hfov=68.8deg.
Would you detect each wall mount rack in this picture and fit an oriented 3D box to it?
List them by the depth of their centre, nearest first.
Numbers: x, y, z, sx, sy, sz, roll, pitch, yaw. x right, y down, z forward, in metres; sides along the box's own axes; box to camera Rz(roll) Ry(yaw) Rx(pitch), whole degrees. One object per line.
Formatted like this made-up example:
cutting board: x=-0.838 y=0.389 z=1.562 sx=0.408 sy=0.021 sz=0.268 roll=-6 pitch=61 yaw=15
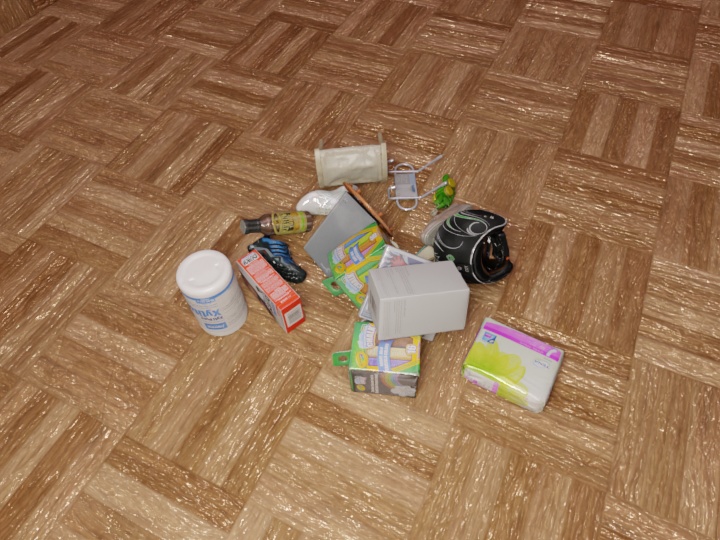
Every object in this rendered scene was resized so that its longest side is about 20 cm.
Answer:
wall mount rack: x=0.164 y=-0.276 z=1.579 sx=0.172 sy=0.075 sz=0.201 roll=-3 pitch=54 yaw=1

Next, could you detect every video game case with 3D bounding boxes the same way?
video game case: x=0.118 y=0.056 z=1.250 sx=0.199 sy=0.183 sz=0.023 roll=20 pitch=10 yaw=-14

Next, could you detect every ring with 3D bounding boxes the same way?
ring: x=0.024 y=-0.170 z=1.436 sx=0.019 sy=0.200 sz=0.201 roll=-42 pitch=60 yaw=0

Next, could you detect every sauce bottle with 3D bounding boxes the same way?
sauce bottle: x=-0.232 y=-0.128 z=1.461 sx=0.199 sy=0.065 sz=0.065 roll=-11 pitch=51 yaw=-30

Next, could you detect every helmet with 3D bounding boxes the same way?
helmet: x=0.283 y=-0.063 z=1.346 sx=0.199 sy=0.201 sz=0.190 roll=-30 pitch=29 yaw=-18

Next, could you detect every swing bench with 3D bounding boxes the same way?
swing bench: x=-0.025 y=-0.315 z=1.536 sx=0.197 sy=0.131 sz=0.200 roll=-4 pitch=23 yaw=1

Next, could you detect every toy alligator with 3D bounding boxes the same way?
toy alligator: x=0.245 y=-0.207 z=1.533 sx=0.054 sy=0.059 sz=0.201 roll=41 pitch=45 yaw=-20

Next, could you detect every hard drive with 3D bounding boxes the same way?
hard drive: x=-0.053 y=-0.092 z=1.413 sx=0.200 sy=0.033 sz=0.140 roll=-51 pitch=59 yaw=15

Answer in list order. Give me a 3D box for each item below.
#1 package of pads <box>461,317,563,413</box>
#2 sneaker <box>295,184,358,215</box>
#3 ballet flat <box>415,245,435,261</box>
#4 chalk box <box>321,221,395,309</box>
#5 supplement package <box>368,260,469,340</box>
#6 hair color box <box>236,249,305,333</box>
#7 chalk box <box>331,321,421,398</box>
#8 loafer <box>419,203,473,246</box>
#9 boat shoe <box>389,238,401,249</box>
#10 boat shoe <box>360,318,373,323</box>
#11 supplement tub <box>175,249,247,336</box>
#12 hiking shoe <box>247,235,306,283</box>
package of pads: x=0.347 y=0.217 z=1.209 sx=0.199 sy=0.068 sz=0.155 roll=23 pitch=58 yaw=19
sneaker: x=-0.090 y=-0.193 z=1.536 sx=0.199 sy=0.071 sz=0.081 roll=-16 pitch=57 yaw=-9
ballet flat: x=0.135 y=0.006 z=1.383 sx=0.200 sy=0.070 sz=0.069 roll=-39 pitch=61 yaw=-23
chalk box: x=0.000 y=0.000 z=1.317 sx=0.199 sy=0.125 sz=0.124 roll=-35 pitch=34 yaw=10
supplement package: x=0.125 y=0.064 z=1.167 sx=0.199 sy=0.118 sz=0.117 roll=-6 pitch=34 yaw=-9
hair color box: x=-0.228 y=0.052 z=1.337 sx=0.064 sy=0.111 sz=0.200 roll=-34 pitch=58 yaw=-20
chalk box: x=0.036 y=0.202 z=1.204 sx=0.198 sy=0.125 sz=0.124 roll=5 pitch=54 yaw=6
loafer: x=0.233 y=-0.131 z=1.482 sx=0.199 sy=0.072 sz=0.063 roll=-32 pitch=40 yaw=-27
boat shoe: x=0.018 y=-0.077 z=1.443 sx=0.200 sy=0.072 sz=0.066 roll=30 pitch=55 yaw=18
boat shoe: x=0.088 y=0.113 z=1.307 sx=0.201 sy=0.075 sz=0.065 roll=-23 pitch=17 yaw=-10
supplement tub: x=-0.358 y=0.057 z=1.285 sx=0.131 sy=0.201 sz=0.133 roll=-2 pitch=53 yaw=2
hiking shoe: x=-0.215 y=-0.040 z=1.427 sx=0.199 sy=0.075 sz=0.087 roll=30 pitch=61 yaw=23
